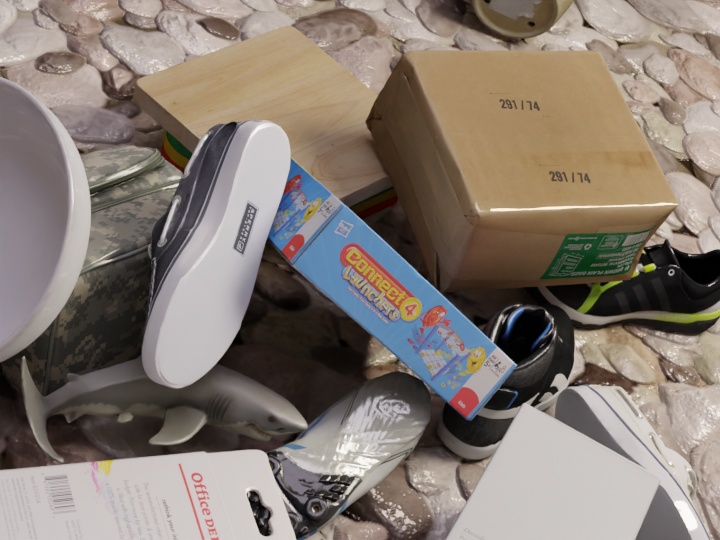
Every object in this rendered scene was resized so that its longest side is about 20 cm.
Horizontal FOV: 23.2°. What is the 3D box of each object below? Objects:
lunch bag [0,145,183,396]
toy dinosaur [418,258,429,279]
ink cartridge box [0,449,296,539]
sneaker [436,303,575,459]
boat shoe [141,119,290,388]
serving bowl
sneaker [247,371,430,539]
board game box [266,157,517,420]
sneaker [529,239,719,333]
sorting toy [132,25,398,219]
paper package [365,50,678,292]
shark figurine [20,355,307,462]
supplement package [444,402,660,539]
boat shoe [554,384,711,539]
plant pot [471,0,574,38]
[{"bbox_3d":[-0.210,-0.009,1.302,0.167,0.141,0.199,34,40,31],"label":"lunch bag"},{"bbox_3d":[0.097,-0.033,1.530,0.198,0.061,0.106,-14,52,-36],"label":"toy dinosaur"},{"bbox_3d":[-0.146,0.186,1.147,0.198,0.068,0.118,-3,45,-22],"label":"ink cartridge box"},{"bbox_3d":[0.138,0.060,1.399,0.073,0.113,0.200,32,40,11],"label":"sneaker"},{"bbox_3d":[-0.114,-0.015,1.211,0.067,0.072,0.202,5,68,37],"label":"boat shoe"},{"bbox_3d":[-0.258,-0.025,1.177,0.200,0.200,0.066,45,9,27],"label":"serving bowl"},{"bbox_3d":[-0.027,0.146,1.269,0.199,0.073,0.072,-33,74,-30],"label":"sneaker"},{"bbox_3d":[0.000,0.000,1.314,0.200,0.056,0.196,42,1,-30],"label":"board game box"},{"bbox_3d":[0.242,0.000,1.541,0.198,0.083,0.072,3,41,-22],"label":"sneaker"},{"bbox_3d":[-0.069,-0.109,1.531,0.198,0.070,0.199,41,43,22],"label":"sorting toy"},{"bbox_3d":[0.133,-0.085,1.467,0.198,0.104,0.192,-3,54,-26],"label":"paper package"},{"bbox_3d":[-0.153,0.070,1.230,0.212,0.091,0.128,3,13,-30],"label":"shark figurine"},{"bbox_3d":[0.111,0.211,1.208,0.116,0.118,0.200,27,40,9],"label":"supplement package"},{"bbox_3d":[0.228,0.163,1.363,0.069,0.072,0.200,-7,40,-28],"label":"boat shoe"},{"bbox_3d":[0.180,-0.350,1.863,0.185,0.188,0.201,19,52,-3],"label":"plant pot"}]
